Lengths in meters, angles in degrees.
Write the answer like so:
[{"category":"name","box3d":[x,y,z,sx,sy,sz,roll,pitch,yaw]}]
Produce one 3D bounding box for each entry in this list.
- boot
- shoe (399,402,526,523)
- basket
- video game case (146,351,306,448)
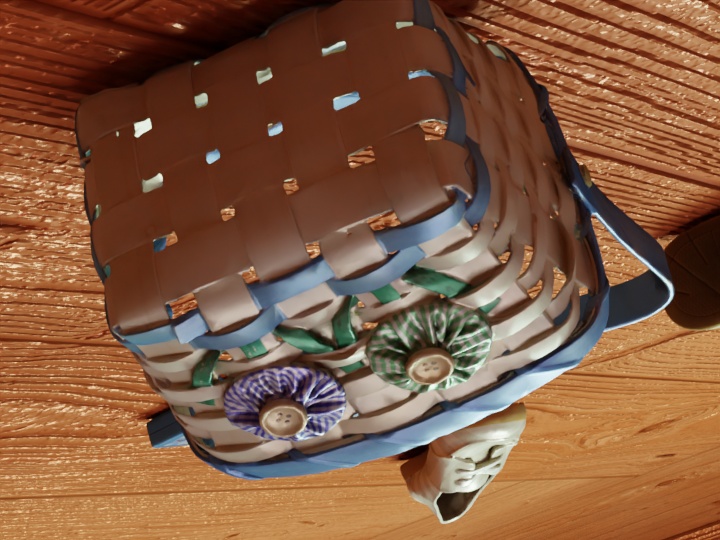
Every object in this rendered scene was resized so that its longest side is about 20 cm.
[{"category":"boot","box3d":[0.277,-0.017,1.158,0.200,0.072,0.155,-22,166,42]},{"category":"shoe","box3d":[0.078,0.137,1.561,0.070,0.053,0.200,-13,166,-15]},{"category":"basket","box3d":[0.000,0.000,0.750,0.176,0.139,0.200,-22,156,16]},{"category":"video game case","box3d":[-0.005,0.067,1.263,0.143,0.018,0.200,-27,163,39]}]
